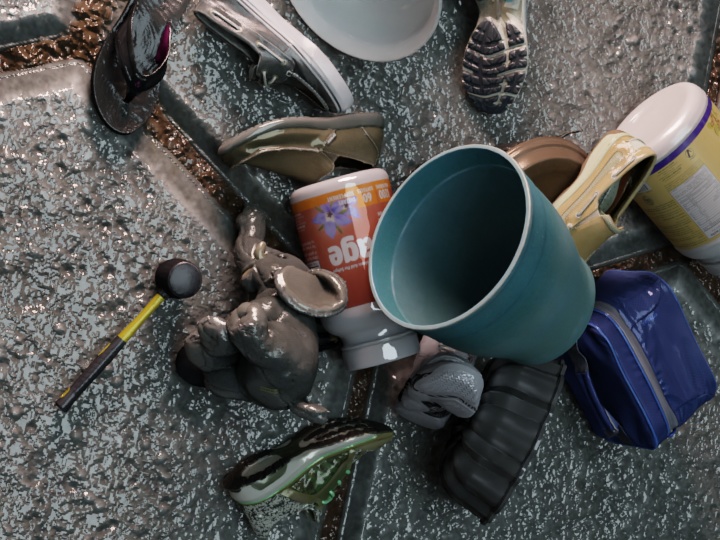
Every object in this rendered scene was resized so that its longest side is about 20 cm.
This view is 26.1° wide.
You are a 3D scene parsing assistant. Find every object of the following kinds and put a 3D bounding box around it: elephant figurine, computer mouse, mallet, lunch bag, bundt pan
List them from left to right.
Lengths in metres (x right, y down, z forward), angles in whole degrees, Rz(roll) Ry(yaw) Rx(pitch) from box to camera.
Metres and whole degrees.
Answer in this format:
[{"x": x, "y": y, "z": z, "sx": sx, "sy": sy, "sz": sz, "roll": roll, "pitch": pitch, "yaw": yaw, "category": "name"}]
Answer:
[{"x": -0.242, "y": 0.064, "z": 1.603, "sx": 0.200, "sy": 0.066, "sz": 0.041, "roll": -46, "pitch": 106, "yaw": -5, "category": "mallet"}, {"x": -0.104, "y": 0.083, "z": 1.666, "sx": 0.198, "sy": 0.034, "sz": 0.059, "roll": -14, "pitch": 93, "yaw": -26, "category": "computer mouse"}, {"x": -0.081, "y": 0.039, "z": 1.608, "sx": 0.201, "sy": 0.140, "sz": 0.156, "roll": -56, "pitch": 130, "yaw": -43, "category": "elephant figurine"}, {"x": 0.147, "y": 0.173, "z": 1.707, "sx": 0.075, "sy": 0.202, "sz": 0.204, "roll": 26, "pitch": 76, "yaw": 0, "category": "bundt pan"}, {"x": 0.309, "y": 0.115, "z": 1.810, "sx": 0.132, "sy": 0.135, "sz": 0.201, "roll": -34, "pitch": 104, "yaw": -22, "category": "lunch bag"}]

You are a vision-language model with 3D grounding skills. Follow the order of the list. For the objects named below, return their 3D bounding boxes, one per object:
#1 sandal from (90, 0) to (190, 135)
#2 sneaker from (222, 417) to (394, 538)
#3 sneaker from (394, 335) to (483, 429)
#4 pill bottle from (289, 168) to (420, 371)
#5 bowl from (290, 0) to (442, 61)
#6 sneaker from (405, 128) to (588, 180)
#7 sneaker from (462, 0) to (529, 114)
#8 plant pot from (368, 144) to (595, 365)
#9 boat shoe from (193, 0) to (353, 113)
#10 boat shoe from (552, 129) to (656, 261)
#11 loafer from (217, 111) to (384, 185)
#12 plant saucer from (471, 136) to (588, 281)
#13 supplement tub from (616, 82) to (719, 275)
[{"x": -0.225, "y": -0.240, "z": 1.611, "sx": 0.075, "sy": 0.048, "sz": 0.203, "roll": 22, "pitch": 78, "yaw": -24, "category": "sandal"}, {"x": -0.050, "y": 0.223, "z": 1.677, "sx": 0.198, "sy": 0.077, "sz": 0.090, "roll": -22, "pitch": 111, "yaw": -20, "category": "sneaker"}, {"x": 0.096, "y": 0.099, "z": 1.679, "sx": 0.074, "sy": 0.200, "sz": 0.116, "roll": 24, "pitch": 71, "yaw": -5, "category": "sneaker"}, {"x": 0.000, "y": 0.000, "z": 1.670, "sx": 0.111, "sy": 0.112, "sz": 0.203, "roll": -15, "pitch": 90, "yaw": -25, "category": "pill bottle"}, {"x": 0.016, "y": -0.335, "z": 1.671, "sx": 0.202, "sy": 0.200, "sz": 0.091, "roll": 53, "pitch": 46, "yaw": -15, "category": "bowl"}, {"x": 0.152, "y": -0.114, "z": 1.759, "sx": 0.198, "sy": 0.104, "sz": 0.061, "roll": -18, "pitch": 96, "yaw": -25, "category": "sneaker"}, {"x": 0.168, "y": -0.282, "z": 1.789, "sx": 0.086, "sy": 0.077, "sz": 0.203, "roll": -31, "pitch": 128, "yaw": -65, "category": "sneaker"}, {"x": 0.142, "y": 0.004, "z": 1.603, "sx": 0.187, "sy": 0.199, "sz": 0.202, "roll": 34, "pitch": 73, "yaw": -42, "category": "plant pot"}, {"x": -0.097, "y": -0.230, "z": 1.669, "sx": 0.200, "sy": 0.072, "sz": 0.071, "roll": 42, "pitch": 78, "yaw": -7, "category": "boat shoe"}, {"x": 0.254, "y": -0.057, "z": 1.703, "sx": 0.071, "sy": 0.076, "sz": 0.201, "roll": 24, "pitch": 98, "yaw": -40, "category": "boat shoe"}, {"x": -0.057, "y": -0.127, "z": 1.674, "sx": 0.198, "sy": 0.075, "sz": 0.071, "roll": -10, "pitch": 88, "yaw": -26, "category": "loafer"}, {"x": 0.197, "y": -0.050, "z": 1.737, "sx": 0.198, "sy": 0.029, "sz": 0.202, "roll": -15, "pitch": 120, "yaw": -28, "category": "plant saucer"}, {"x": 0.404, "y": -0.107, "z": 1.859, "sx": 0.200, "sy": 0.145, "sz": 0.146, "roll": 45, "pitch": 71, "yaw": -18, "category": "supplement tub"}]
